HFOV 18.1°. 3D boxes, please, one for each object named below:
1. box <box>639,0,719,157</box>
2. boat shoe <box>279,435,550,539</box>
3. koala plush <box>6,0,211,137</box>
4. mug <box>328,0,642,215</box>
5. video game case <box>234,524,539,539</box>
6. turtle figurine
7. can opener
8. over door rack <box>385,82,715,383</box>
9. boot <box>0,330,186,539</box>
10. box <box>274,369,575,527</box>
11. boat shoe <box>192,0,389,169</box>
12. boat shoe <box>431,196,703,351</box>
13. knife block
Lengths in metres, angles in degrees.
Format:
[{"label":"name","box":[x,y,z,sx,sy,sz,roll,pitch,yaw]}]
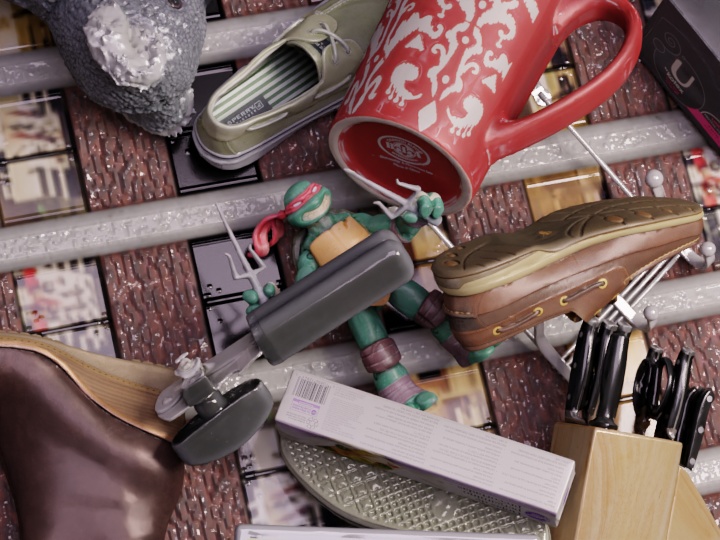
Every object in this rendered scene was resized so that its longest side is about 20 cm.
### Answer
[{"label":"box","box":[0.319,-0.189,1.652,0.200,0.106,0.122,-35,81,-17]},{"label":"boat shoe","box":[0.035,0.154,1.531,0.199,0.062,0.075,25,74,11]},{"label":"koala plush","box":[-0.174,-0.191,1.540,0.183,0.177,0.201,-26,81,-4]},{"label":"mug","box":[0.081,-0.149,1.547,0.133,0.177,0.200,47,57,-33]},{"label":"video game case","box":[0.014,0.259,1.458,0.199,0.022,0.183,3,85,-4]},{"label":"turtle figurine","box":[0.000,0.000,1.544,0.150,0.101,0.200,-39,96,4]},{"label":"can opener","box":[-0.049,0.047,1.480,0.200,0.053,0.067,-37,110,2]},{"label":"over door rack","box":[0.138,-0.031,1.596,0.200,0.067,0.148,44,71,4]},{"label":"boot","box":[-0.213,0.132,1.483,0.199,0.072,0.167,10,71,-11]},{"label":"box","box":[0.042,0.117,1.491,0.199,0.039,0.042,17,71,10]},{"label":"boat shoe","box":[-0.033,-0.143,1.598,0.200,0.062,0.072,-42,85,-19]},{"label":"boat shoe","box":[0.143,-0.001,1.525,0.199,0.072,0.068,-18,109,-20]},{"label":"knife block","box":[0.158,0.138,1.529,0.200,0.064,0.176,-36,101,-17]}]
